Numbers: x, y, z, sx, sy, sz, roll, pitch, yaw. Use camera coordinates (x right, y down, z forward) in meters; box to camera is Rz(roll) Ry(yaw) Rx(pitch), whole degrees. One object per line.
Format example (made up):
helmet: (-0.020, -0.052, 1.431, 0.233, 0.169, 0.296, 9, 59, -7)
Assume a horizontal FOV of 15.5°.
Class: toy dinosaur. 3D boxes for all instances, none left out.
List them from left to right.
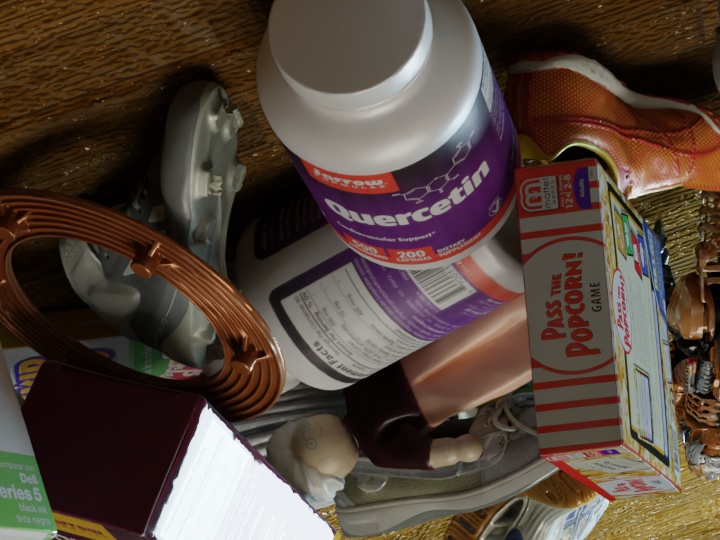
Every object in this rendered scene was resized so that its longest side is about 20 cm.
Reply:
toy dinosaur: (0.225, 0.025, 1.662, 0.102, 0.136, 0.200, 19, 107, -10)

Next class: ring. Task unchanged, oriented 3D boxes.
ring: (-0.134, 0.026, 1.430, 0.200, 0.019, 0.200, 21, 151, 12)

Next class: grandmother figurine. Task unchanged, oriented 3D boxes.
grandmother figurine: (0.031, 0.069, 1.545, 0.200, 0.121, 0.061, -33, 126, 8)

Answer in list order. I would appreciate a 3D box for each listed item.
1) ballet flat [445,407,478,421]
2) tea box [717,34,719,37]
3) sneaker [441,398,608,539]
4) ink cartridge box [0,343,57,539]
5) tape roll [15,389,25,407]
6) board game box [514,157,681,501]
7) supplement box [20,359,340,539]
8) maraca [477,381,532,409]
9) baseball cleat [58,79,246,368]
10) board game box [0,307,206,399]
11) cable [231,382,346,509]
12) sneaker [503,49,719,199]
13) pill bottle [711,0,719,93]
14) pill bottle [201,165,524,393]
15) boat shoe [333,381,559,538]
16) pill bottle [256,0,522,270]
ballet flat: (0.030, 0.066, 1.634, 0.069, 0.069, 0.200, -25, 124, 16)
tea box: (0.326, -0.074, 1.544, 0.197, 0.134, 0.200, -20, 157, 4)
sneaker: (0.126, 0.123, 1.640, 0.088, 0.075, 0.200, -17, 152, -50)
ink cartridge box: (-0.259, 0.073, 1.373, 0.145, 0.200, 0.084, -30, 157, 27)
tape roll: (-0.287, 0.149, 1.522, 0.203, 0.203, 0.139, 0, 152, -35)
board game box: (0.131, 0.036, 1.422, 0.046, 0.152, 0.200, -7, 166, 14)
supplement box: (-0.107, 0.137, 1.496, 0.110, 0.086, 0.200, 12, 158, 30)
maraca: (0.119, 0.033, 1.659, 0.107, 0.137, 0.200, 16, 152, 5)
baseball cleat: (-0.115, -0.026, 1.420, 0.106, 0.070, 0.200, 17, 134, 14)
board game box: (-0.164, 0.051, 1.615, 0.200, 0.030, 0.096, -4, 154, -23)
cable: (-0.059, 0.116, 1.738, 0.200, 0.069, 0.200, -6, 164, -16)
sneaker: (0.144, -0.067, 1.488, 0.200, 0.077, 0.073, 14, 170, -44)
pill bottle: (0.247, -0.151, 1.344, 0.113, 0.113, 0.200, -11, 156, -16)
pill bottle: (0.000, 0.000, 1.506, 0.200, 0.111, 0.111, -28, 155, 25)
boat shoe: (0.060, 0.105, 1.577, 0.202, 0.065, 0.074, -20, -174, 37)
pill bottle: (0.014, -0.082, 1.331, 0.112, 0.113, 0.200, -20, 157, 5)
